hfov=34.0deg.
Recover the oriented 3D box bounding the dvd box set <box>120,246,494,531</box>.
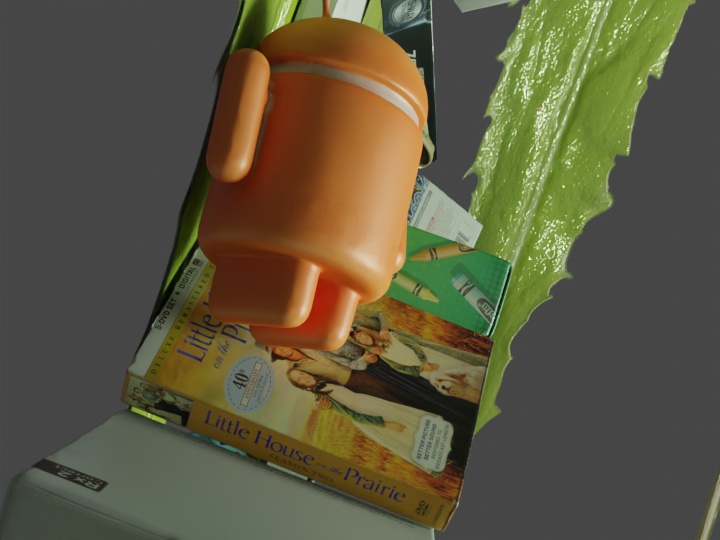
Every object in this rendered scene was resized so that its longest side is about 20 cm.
[{"bbox_3d":[-0.025,0.058,0.708,0.147,0.198,0.030,-67,179,-51],"label":"dvd box set"}]

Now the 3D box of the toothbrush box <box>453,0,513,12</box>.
[{"bbox_3d":[0.128,-0.389,1.194,0.146,0.085,0.201,43,56,-40],"label":"toothbrush box"}]

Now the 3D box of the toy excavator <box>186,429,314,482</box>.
[{"bbox_3d":[-0.131,0.205,0.943,0.100,0.198,0.196,106,-37,-55],"label":"toy excavator"}]

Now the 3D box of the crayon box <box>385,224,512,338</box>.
[{"bbox_3d":[0.000,0.000,0.845,0.119,0.198,0.059,102,8,-77],"label":"crayon box"}]

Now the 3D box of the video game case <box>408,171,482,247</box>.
[{"bbox_3d":[-0.002,-0.004,0.985,0.036,0.181,0.201,-12,-132,56],"label":"video game case"}]

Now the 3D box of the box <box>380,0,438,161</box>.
[{"bbox_3d":[0.045,-0.214,1.081,0.201,0.043,0.162,-86,173,-59],"label":"box"}]

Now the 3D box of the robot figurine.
[{"bbox_3d":[-0.025,-0.057,0.680,0.117,0.143,0.202,147,-41,-69],"label":"robot figurine"}]

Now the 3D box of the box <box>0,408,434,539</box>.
[{"bbox_3d":[-0.071,0.175,0.580,0.200,0.197,0.132,-35,146,-87],"label":"box"}]

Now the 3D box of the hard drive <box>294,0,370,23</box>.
[{"bbox_3d":[-0.016,-0.205,0.899,0.200,0.026,0.133,56,54,-88],"label":"hard drive"}]

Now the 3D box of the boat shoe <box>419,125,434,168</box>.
[{"bbox_3d":[0.003,-0.113,0.904,0.073,0.064,0.200,-32,168,19],"label":"boat shoe"}]
